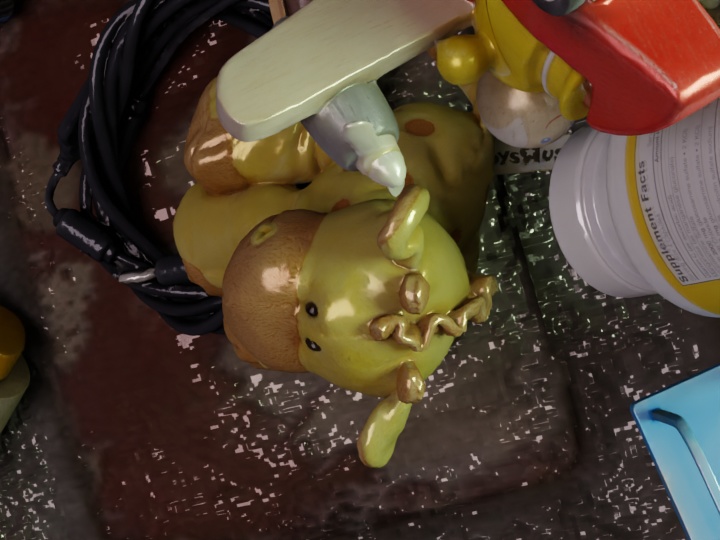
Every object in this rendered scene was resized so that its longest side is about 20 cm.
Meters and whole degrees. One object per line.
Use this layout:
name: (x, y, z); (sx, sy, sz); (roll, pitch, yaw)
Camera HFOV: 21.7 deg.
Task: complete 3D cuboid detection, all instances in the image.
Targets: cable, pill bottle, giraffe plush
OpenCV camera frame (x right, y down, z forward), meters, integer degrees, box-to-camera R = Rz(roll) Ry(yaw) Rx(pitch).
cable: (-0.078, -0.061, 0.971); (0.163, 0.051, 0.200); (46, 118, 14)
pill bottle: (0.170, -0.041, 0.756); (0.200, 0.112, 0.113); (-13, 93, 55)
giraffe plush: (0.000, 0.000, 0.848); (0.199, 0.162, 0.173); (-18, 115, 18)

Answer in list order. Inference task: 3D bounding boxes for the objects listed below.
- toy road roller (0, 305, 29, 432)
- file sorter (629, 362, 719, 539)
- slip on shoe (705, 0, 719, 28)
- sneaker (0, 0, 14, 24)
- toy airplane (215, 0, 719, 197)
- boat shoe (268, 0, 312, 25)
toy road roller: (-0.294, 0.029, 1.092); (0.199, 0.146, 0.123); (26, 117, -17)
file sorter: (0.230, 0.077, 0.732); (0.199, 0.123, 0.139); (-24, 88, 1)
slip on shoe: (0.210, -0.125, 0.763); (0.200, 0.076, 0.061); (-13, 66, 55)
sneaker: (-0.282, -0.152, 1.066); (0.199, 0.076, 0.078); (-18, 80, 24)
toy airplane: (0.053, -0.114, 0.757); (0.199, 0.200, 0.142); (-2, 132, 12)
boat shoe: (-0.006, -0.185, 0.893); (0.070, 0.070, 0.201); (-1, 99, 34)
